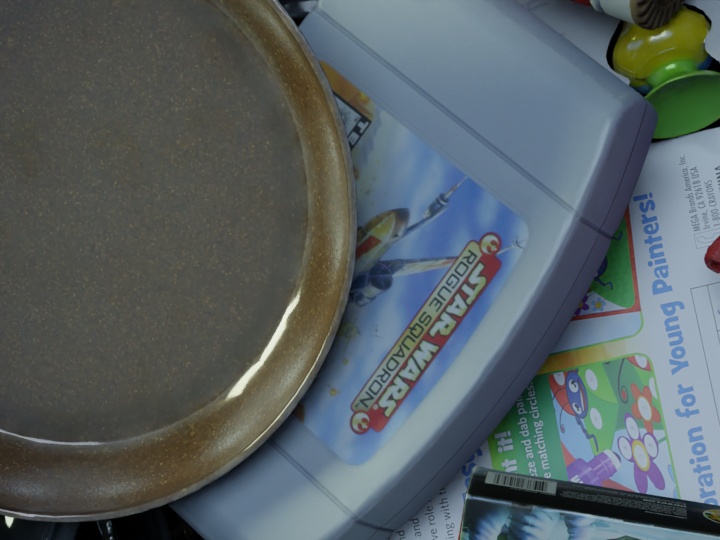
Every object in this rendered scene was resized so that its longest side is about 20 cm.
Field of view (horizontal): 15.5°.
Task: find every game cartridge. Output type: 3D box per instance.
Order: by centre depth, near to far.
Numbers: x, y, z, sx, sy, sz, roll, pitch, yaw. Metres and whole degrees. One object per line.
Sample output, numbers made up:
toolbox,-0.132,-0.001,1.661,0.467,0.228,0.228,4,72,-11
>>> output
game cartridge,0.000,0.000,0.860,0.133,0.041,0.200,40,97,33

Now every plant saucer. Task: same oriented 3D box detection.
plant saucer,-0.097,-0.022,0.838,0.199,0.032,0.202,2,102,9

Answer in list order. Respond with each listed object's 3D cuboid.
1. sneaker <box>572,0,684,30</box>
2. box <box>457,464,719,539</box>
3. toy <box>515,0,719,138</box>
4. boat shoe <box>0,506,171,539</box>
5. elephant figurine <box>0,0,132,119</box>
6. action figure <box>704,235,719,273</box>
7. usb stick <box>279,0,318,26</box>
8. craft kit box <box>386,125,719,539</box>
sneaker,0.089,-0.183,0.879,0.112,0.071,0.201,22,72,24
box,0.120,0.144,0.805,0.199,0.040,0.138,8,101,5
toy,0.085,-0.129,0.921,0.115,0.047,0.201,-20,56,7
boat shoe,-0.087,0.157,0.867,0.062,0.074,0.201,-24,63,40
elephant figurine,-0.158,-0.064,0.920,0.199,0.155,0.142,-16,112,13
action figure,0.153,-0.015,0.842,0.065,0.099,0.200,33,41,-3
usb stick,-0.021,-0.182,0.971,0.055,0.033,0.201,-8,71,34
craft kit box,0.061,0.068,0.881,0.196,0.049,0.201,-12,72,6
